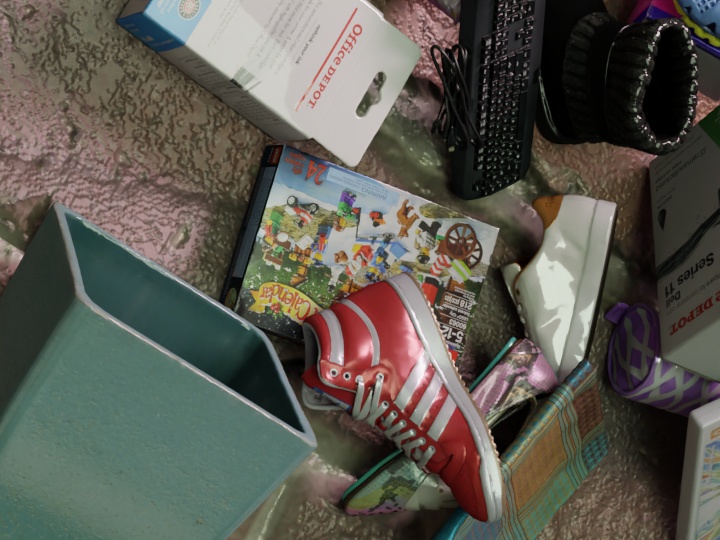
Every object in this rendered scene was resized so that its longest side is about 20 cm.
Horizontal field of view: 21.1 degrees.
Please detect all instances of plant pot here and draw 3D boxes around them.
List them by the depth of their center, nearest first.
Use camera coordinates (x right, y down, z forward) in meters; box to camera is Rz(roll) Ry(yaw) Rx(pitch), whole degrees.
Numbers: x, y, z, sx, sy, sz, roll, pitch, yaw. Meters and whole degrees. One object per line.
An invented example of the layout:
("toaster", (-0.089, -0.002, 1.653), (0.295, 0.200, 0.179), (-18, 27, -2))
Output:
("plant pot", (-0.180, 0.110, 1.327), (0.195, 0.196, 0.200), (34, 99, -23))

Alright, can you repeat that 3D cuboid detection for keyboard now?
("keyboard", (0.103, -0.129, 1.484), (0.104, 0.040, 0.201), (-22, 135, -23))

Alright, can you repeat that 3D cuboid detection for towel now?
("towel", (0.128, 0.178, 1.522), (0.200, 0.022, 0.147), (-48, 151, -17))

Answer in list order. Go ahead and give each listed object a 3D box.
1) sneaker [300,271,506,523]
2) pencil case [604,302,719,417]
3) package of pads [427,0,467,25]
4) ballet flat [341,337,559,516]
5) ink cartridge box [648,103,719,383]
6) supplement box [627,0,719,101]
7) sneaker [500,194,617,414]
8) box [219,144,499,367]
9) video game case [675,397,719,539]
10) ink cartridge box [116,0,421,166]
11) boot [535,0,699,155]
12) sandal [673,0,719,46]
("sneaker", (0.025, 0.108, 1.427), (0.112, 0.071, 0.201), (-19, 73, -21))
("pencil case", (0.302, 0.085, 1.623), (0.199, 0.084, 0.086), (16, 49, -28))
("package of pads", (0.091, -0.297, 1.489), (0.120, 0.076, 0.200), (38, 73, 9))
("ballet flat", (0.077, 0.137, 1.501), (0.200, 0.069, 0.071), (-41, 79, -11))
("ink cartridge box", (0.308, -0.029, 1.542), (0.083, 0.147, 0.201), (19, 52, -25))
("supplement box", (0.307, -0.258, 1.589), (0.101, 0.103, 0.201), (28, 80, -2))
("sneaker", (0.150, 0.036, 1.565), (0.084, 0.073, 0.201), (11, 95, 9))
("box", (0.000, 0.000, 1.493), (0.199, 0.038, 0.137), (19, 83, -25))
("video game case", (0.346, 0.147, 1.597), (0.181, 0.022, 0.201), (-23, 141, -15))
("ink cartridge box", (-0.066, -0.175, 1.440), (0.200, 0.068, 0.116), (36, 76, -22))
("boot", (0.187, -0.194, 1.512), (0.079, 0.158, 0.212), (-22, 102, -20))
("sandal", (0.337, -0.198, 1.491), (0.199, 0.087, 0.080), (20, 81, -4))
